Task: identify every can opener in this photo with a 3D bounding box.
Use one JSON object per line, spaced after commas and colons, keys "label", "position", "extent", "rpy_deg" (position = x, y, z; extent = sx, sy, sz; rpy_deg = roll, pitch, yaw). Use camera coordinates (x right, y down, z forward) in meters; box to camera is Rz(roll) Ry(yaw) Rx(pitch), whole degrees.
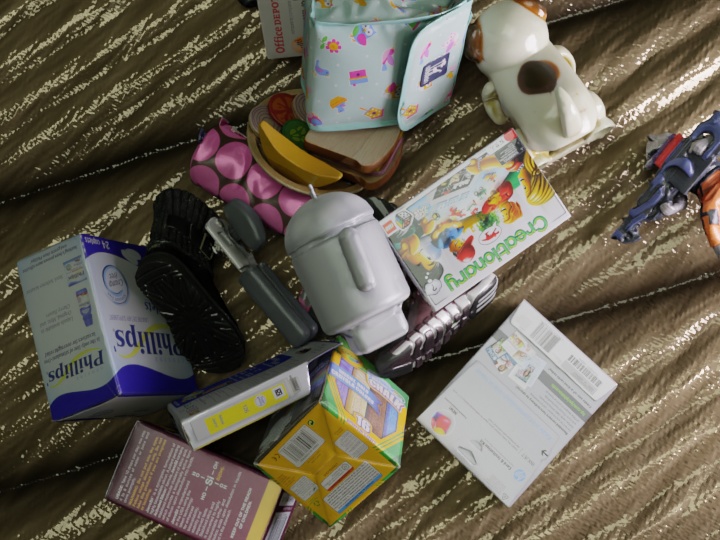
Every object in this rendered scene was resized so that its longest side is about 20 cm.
{"label": "can opener", "position": [-0.121, 0.004, 1.324], "extent": [0.066, 0.053, 0.201], "rpy_deg": [-38, 84, 24]}

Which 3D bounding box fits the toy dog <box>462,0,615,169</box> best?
{"label": "toy dog", "position": [0.202, -0.233, 1.307], "extent": [0.139, 0.194, 0.202], "rpy_deg": [-30, 83, 14]}

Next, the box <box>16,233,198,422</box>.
{"label": "box", "position": [-0.307, 0.073, 1.308], "extent": [0.104, 0.184, 0.203], "rpy_deg": [-21, 78, 19]}

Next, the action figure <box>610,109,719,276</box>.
{"label": "action figure", "position": [0.411, -0.086, 1.314], "extent": [0.200, 0.104, 0.194], "rpy_deg": [-45, 68, 24]}

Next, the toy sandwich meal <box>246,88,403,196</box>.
{"label": "toy sandwich meal", "position": [-0.045, -0.173, 1.347], "extent": [0.202, 0.071, 0.207], "rpy_deg": [8, 52, -10]}

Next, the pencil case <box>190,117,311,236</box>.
{"label": "pencil case", "position": [-0.124, -0.113, 1.378], "extent": [0.199, 0.091, 0.094], "rpy_deg": [31, 82, 10]}

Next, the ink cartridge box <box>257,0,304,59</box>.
{"label": "ink cartridge box", "position": [-0.036, -0.377, 1.355], "extent": [0.197, 0.148, 0.146], "rpy_deg": [-6, 65, -1]}

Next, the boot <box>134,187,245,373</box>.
{"label": "boot", "position": [-0.205, 0.012, 1.364], "extent": [0.078, 0.212, 0.159], "rpy_deg": [-17, 35, 14]}

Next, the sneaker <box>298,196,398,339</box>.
{"label": "sneaker", "position": [0.000, 0.000, 1.347], "extent": [0.080, 0.086, 0.201], "rpy_deg": [41, 109, 16]}

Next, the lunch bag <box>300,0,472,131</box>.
{"label": "lunch bag", "position": [0.030, -0.263, 1.281], "extent": [0.197, 0.171, 0.123], "rpy_deg": [-1, 50, -8]}

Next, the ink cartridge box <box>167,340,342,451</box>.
{"label": "ink cartridge box", "position": [-0.124, 0.142, 1.252], "extent": [0.198, 0.197, 0.048], "rpy_deg": [-22, 93, -14]}

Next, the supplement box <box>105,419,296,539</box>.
{"label": "supplement box", "position": [-0.187, 0.270, 1.294], "extent": [0.198, 0.131, 0.104], "rpy_deg": [21, 81, 10]}

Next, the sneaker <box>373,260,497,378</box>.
{"label": "sneaker", "position": [0.068, 0.041, 1.323], "extent": [0.199, 0.076, 0.115], "rpy_deg": [-36, 66, -24]}

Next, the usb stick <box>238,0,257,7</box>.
{"label": "usb stick", "position": [-0.162, -0.460, 1.473], "extent": [0.055, 0.033, 0.203], "rpy_deg": [-14, 78, 3]}

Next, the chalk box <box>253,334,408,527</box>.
{"label": "chalk box", "position": [-0.027, 0.177, 1.264], "extent": [0.124, 0.200, 0.124], "rpy_deg": [41, 113, -10]}

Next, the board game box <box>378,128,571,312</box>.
{"label": "board game box", "position": [0.133, -0.059, 1.265], "extent": [0.199, 0.035, 0.127], "rpy_deg": [-35, 89, -2]}

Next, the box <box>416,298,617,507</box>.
{"label": "box", "position": [0.191, 0.163, 1.307], "extent": [0.156, 0.041, 0.200], "rpy_deg": [42, 86, 13]}

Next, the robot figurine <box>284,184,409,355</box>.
{"label": "robot figurine", "position": [-0.017, -0.005, 1.230], "extent": [0.112, 0.170, 0.202], "rpy_deg": [-25, 89, -16]}
